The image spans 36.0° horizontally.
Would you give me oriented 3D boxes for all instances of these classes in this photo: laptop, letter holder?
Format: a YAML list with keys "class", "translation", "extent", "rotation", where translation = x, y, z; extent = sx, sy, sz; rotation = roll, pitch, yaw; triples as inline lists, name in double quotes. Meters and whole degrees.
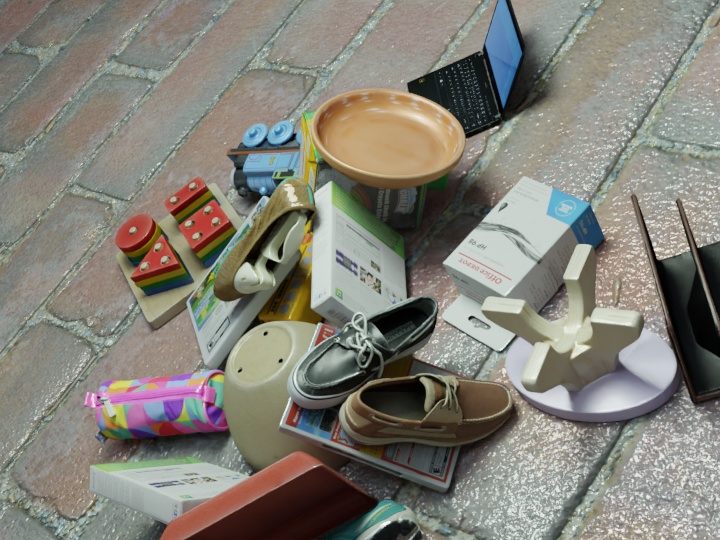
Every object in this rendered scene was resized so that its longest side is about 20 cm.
- class: "laptop"
  translation: [0.149, -0.294, 1.620]
  extent: [0.199, 0.103, 0.178]
  rotation: [-21, 42, 15]
- class: "letter holder"
  translation: [0.361, 0.009, 1.168]
  extent: [0.100, 0.142, 0.201]
  rotation: [-19, 43, 17]

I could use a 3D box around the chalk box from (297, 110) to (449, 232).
- class: "chalk box"
  translation: [0.023, -0.139, 1.516]
  extent: [0.199, 0.125, 0.124]
  rotation: [-3, 41, -13]

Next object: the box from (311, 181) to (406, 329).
- class: "box"
  translation: [0.000, 0.000, 1.399]
  extent: [0.036, 0.144, 0.201]
  rotation: [-31, 39, 30]

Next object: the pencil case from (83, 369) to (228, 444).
- class: "pencil case"
  translation: [-0.260, 0.178, 1.460]
  extent: [0.199, 0.088, 0.089]
  rotation: [-9, 47, 25]

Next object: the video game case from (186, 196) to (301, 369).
- class: "video game case"
  translation: [-0.164, 0.013, 1.524]
  extent: [0.200, 0.022, 0.182]
  rotation: [-53, 29, 12]

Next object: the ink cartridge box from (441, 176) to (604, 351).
- class: "ink cartridge box"
  translation: [0.187, -0.011, 1.357]
  extent: [0.200, 0.067, 0.116]
  rotation: [-46, 43, -13]

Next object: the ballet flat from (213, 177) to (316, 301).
- class: "ballet flat"
  translation: [-0.117, -0.023, 1.401]
  extent: [0.200, 0.068, 0.072]
  rotation: [-52, 47, 17]

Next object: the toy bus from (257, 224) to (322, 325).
- class: "toy bus"
  translation: [-0.073, 0.003, 1.515]
  extent: [0.078, 0.065, 0.201]
  rotation: [0, 52, 33]

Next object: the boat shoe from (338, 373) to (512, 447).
- class: "boat shoe"
  translation: [0.078, 0.150, 1.220]
  extent: [0.199, 0.072, 0.076]
  rotation: [-6, 59, -16]

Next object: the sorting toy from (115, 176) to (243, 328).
- class: "sorting toy"
  translation: [-0.279, -0.043, 1.688]
  extent: [0.198, 0.070, 0.200]
  rotation: [-37, 42, -2]

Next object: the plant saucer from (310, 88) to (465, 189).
- class: "plant saucer"
  translation: [0.035, -0.166, 1.426]
  extent: [0.199, 0.038, 0.201]
  rotation: [5, 41, -4]

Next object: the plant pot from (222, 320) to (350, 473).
- class: "plant pot"
  translation: [-0.090, 0.139, 1.347]
  extent: [0.199, 0.135, 0.201]
  rotation: [-19, 43, 18]

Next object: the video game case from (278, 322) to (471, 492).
- class: "video game case"
  translation: [0.023, 0.153, 1.260]
  extent: [0.199, 0.017, 0.143]
  rotation: [21, 57, 0]

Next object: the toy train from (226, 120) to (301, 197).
- class: "toy train"
  translation: [-0.118, -0.163, 1.688]
  extent: [0.199, 0.087, 0.115]
  rotation: [2, 59, 34]

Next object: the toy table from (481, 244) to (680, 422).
- class: "toy table"
  translation: [0.235, 0.077, 1.207]
  extent: [0.199, 0.117, 0.184]
  rotation: [-6, 49, 30]

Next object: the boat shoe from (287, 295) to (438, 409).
- class: "boat shoe"
  translation: [0.007, 0.087, 1.246]
  extent: [0.199, 0.068, 0.074]
  rotation: [-22, 66, -24]

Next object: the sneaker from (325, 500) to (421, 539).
- class: "sneaker"
  translation: [-0.023, 0.322, 1.195]
  extent: [0.200, 0.078, 0.080]
  rotation: [-34, 22, -6]

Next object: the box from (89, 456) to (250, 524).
- class: "box"
  translation: [-0.205, 0.256, 1.292]
  extent: [0.199, 0.144, 0.037]
  rotation: [7, 93, 48]

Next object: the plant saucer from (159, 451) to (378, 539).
- class: "plant saucer"
  translation: [-0.100, 0.261, 1.188]
  extent: [0.199, 0.200, 0.037]
  rotation: [-29, 61, 6]
